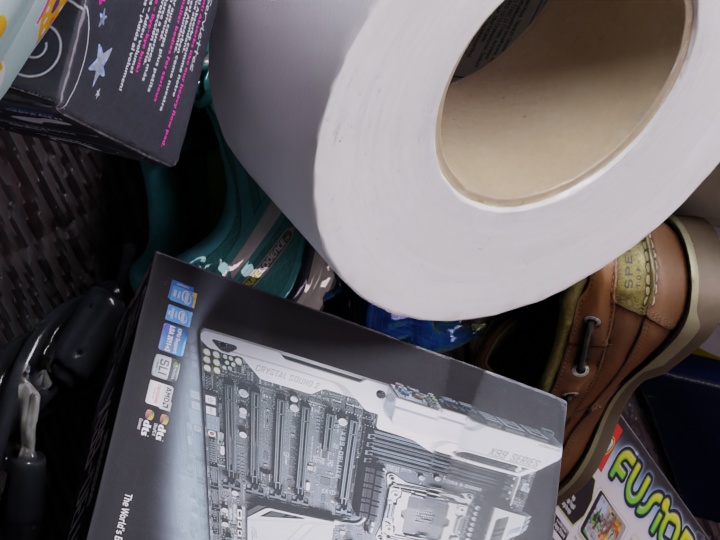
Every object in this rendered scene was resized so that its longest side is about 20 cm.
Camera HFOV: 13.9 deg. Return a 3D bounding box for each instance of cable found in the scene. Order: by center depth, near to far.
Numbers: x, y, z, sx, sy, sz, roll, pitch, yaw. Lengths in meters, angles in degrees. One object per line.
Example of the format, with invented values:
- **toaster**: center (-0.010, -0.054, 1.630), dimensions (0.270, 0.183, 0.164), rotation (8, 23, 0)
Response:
- **cable**: center (-0.080, 0.099, 1.084), dimensions (0.163, 0.051, 0.200), rotation (-56, 138, -26)

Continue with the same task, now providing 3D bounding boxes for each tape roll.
- **tape roll**: center (0.051, -0.083, 0.985), dimensions (0.202, 0.071, 0.203), rotation (-23, 138, -23)

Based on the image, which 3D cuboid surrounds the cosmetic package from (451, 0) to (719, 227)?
- **cosmetic package**: center (0.121, -0.080, 1.172), dimensions (0.105, 0.200, 0.071), rotation (-61, 140, -21)

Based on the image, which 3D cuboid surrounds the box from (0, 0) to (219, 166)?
- **box**: center (-0.107, -0.147, 0.908), dimensions (0.115, 0.132, 0.201), rotation (29, 74, -73)

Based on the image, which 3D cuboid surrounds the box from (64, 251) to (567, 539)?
- **box**: center (-0.019, 0.106, 0.965), dimensions (0.050, 0.157, 0.200), rotation (122, -16, -47)

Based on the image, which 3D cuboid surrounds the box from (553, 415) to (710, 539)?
- **box**: center (0.113, 0.148, 1.355), dimensions (0.110, 0.035, 0.200), rotation (-61, 139, -22)

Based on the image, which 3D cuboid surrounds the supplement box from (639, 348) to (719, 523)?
- **supplement box**: center (0.233, 0.023, 1.414), dimensions (0.200, 0.109, 0.109), rotation (-51, 137, -30)

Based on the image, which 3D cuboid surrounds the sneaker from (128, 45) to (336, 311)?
- **sneaker**: center (-0.042, -0.073, 1.056), dimensions (0.080, 0.077, 0.201), rotation (14, 74, -43)

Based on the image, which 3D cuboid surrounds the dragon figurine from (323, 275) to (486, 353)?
- **dragon figurine**: center (0.000, 0.000, 1.154), dimensions (0.099, 0.059, 0.201), rotation (7, 93, -52)

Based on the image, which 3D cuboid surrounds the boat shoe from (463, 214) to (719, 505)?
- **boat shoe**: center (0.073, 0.036, 1.200), dimensions (0.068, 0.200, 0.072), rotation (1, 56, -24)

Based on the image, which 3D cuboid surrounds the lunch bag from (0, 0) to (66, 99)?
- **lunch bag**: center (-0.192, -0.085, 0.780), dimensions (0.171, 0.200, 0.122), rotation (-56, 180, -3)

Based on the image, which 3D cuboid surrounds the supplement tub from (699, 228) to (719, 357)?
- **supplement tub**: center (0.204, -0.069, 1.327), dimensions (0.200, 0.144, 0.145), rotation (-54, 136, -28)
